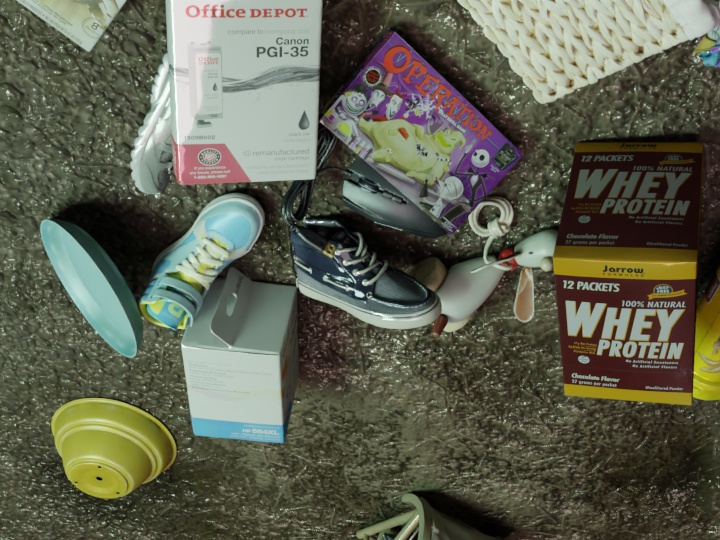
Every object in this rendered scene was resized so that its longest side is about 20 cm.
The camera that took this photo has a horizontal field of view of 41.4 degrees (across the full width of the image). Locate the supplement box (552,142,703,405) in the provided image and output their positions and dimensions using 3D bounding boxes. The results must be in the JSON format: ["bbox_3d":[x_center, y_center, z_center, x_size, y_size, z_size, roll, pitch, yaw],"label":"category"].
[{"bbox_3d":[0.288,0.000,1.009,0.133,0.197,0.200,2,132,20],"label":"supplement box"}]

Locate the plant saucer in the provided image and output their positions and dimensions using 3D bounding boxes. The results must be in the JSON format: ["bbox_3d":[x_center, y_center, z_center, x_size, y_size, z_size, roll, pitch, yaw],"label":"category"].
[{"bbox_3d":[-0.329,0.018,1.185,0.200,0.027,0.200,38,149,28],"label":"plant saucer"}]

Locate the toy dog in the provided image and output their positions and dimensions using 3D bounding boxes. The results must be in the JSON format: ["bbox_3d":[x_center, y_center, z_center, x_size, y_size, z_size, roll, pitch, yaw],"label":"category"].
[{"bbox_3d":[0.144,0.020,1.129,0.132,0.096,0.200,29,130,-17],"label":"toy dog"}]

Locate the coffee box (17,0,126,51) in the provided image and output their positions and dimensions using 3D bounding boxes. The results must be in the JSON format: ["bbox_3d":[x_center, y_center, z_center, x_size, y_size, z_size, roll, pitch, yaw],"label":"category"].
[{"bbox_3d":[-0.243,-0.320,0.892,0.113,0.080,0.200,35,128,-20],"label":"coffee box"}]

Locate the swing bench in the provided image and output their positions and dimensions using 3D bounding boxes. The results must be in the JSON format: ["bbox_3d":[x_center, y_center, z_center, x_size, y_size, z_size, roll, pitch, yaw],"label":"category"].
[{"bbox_3d":[0.123,0.461,1.519,0.199,0.130,0.200,31,124,-18],"label":"swing bench"}]

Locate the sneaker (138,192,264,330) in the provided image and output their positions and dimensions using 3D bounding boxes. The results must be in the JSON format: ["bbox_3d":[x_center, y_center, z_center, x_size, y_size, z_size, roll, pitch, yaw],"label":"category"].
[{"bbox_3d":[-0.192,0.001,1.144,0.079,0.131,0.200,35,127,-20],"label":"sneaker"}]

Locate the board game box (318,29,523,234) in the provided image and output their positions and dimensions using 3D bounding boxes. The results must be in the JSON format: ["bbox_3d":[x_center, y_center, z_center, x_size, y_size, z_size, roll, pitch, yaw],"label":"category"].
[{"bbox_3d":[0.064,-0.142,1.008,0.200,0.032,0.120,38,94,-23],"label":"board game box"}]

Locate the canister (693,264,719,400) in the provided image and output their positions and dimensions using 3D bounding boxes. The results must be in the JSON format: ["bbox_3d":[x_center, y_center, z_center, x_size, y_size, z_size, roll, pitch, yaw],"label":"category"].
[{"bbox_3d":[0.456,0.049,1.096,0.148,0.087,0.200,-3,133,-18],"label":"canister"}]

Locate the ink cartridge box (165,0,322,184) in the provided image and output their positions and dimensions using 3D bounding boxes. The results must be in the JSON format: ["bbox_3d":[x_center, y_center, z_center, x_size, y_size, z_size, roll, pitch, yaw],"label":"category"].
[{"bbox_3d":[-0.116,-0.193,0.944,0.146,0.083,0.200,-3,124,-11],"label":"ink cartridge box"}]

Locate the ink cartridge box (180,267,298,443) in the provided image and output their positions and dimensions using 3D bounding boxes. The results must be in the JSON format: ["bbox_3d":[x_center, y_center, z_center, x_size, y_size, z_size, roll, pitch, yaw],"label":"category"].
[{"bbox_3d":[-0.151,0.108,1.236,0.125,0.129,0.200,6,133,3],"label":"ink cartridge box"}]

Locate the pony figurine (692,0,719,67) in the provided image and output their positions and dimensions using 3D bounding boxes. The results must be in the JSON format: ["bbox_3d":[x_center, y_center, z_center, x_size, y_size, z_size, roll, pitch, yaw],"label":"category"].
[{"bbox_3d":[0.392,-0.243,0.835,0.193,0.167,0.200,33,142,23],"label":"pony figurine"}]

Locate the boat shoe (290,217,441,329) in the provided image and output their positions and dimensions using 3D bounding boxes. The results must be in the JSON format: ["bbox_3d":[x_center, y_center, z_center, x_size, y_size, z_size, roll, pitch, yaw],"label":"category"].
[{"bbox_3d":[0.000,0.000,1.117,0.200,0.075,0.093,14,134,29],"label":"boat shoe"}]

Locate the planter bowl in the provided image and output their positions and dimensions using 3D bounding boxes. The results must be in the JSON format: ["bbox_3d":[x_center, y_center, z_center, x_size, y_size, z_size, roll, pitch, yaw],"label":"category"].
[{"bbox_3d":[-0.393,0.293,1.475,0.200,0.084,0.201,5,133,5],"label":"planter bowl"}]

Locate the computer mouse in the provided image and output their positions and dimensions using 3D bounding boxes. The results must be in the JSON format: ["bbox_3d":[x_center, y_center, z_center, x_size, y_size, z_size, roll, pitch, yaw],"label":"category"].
[{"bbox_3d":[0.011,-0.066,1.068,0.200,0.046,0.141,27,101,-15],"label":"computer mouse"}]

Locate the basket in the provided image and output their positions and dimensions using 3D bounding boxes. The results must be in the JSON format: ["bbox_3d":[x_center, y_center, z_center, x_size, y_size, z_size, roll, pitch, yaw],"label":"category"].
[{"bbox_3d":[0.171,-0.278,0.786,0.161,0.200,0.198,-28,122,32],"label":"basket"}]

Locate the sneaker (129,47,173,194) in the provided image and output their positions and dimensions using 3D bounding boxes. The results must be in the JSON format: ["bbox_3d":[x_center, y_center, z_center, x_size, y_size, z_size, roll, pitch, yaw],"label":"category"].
[{"bbox_3d":[-0.195,-0.154,1.039,0.082,0.075,0.200,21,131,-8],"label":"sneaker"}]
